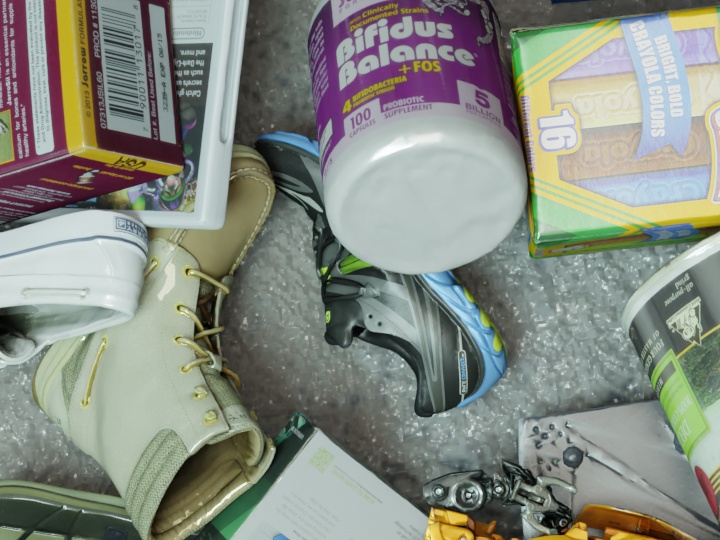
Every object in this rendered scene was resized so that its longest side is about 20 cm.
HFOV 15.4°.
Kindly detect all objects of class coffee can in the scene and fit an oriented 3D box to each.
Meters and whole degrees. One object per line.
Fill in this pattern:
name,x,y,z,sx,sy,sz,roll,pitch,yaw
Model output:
coffee can,0.247,0.084,1.442,0.146,0.146,0.201,-24,68,1

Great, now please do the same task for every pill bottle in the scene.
pill bottle,0.028,-0.105,1.492,0.112,0.113,0.201,-9,47,2

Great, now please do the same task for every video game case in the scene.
video game case,-0.147,-0.117,1.531,0.199,0.023,0.183,3,84,38

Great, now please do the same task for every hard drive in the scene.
hard drive,0.164,0.177,1.534,0.134,0.042,0.201,-8,85,2

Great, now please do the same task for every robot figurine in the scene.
robot figurine,0.111,0.188,1.485,0.199,0.058,0.146,13,86,3

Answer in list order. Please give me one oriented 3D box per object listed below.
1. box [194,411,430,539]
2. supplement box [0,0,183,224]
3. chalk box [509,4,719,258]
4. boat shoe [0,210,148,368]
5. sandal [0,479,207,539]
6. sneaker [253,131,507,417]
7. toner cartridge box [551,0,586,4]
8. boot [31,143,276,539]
box,-0.043,0.200,1.512,0.144,0.036,0.200,40,86,-28
supplement box,-0.203,-0.092,1.501,0.199,0.085,0.111,-14,75,36
chalk box,0.189,-0.079,1.513,0.199,0.124,0.125,-5,85,4
boat shoe,-0.206,0.021,1.513,0.199,0.073,0.066,-19,58,35
sandal,-0.129,0.158,1.537,0.200,0.057,0.080,21,114,-8
sneaker,0.000,0.000,1.542,0.083,0.071,0.200,-39,85,-1
toner cartridge box,0.207,-0.190,1.536,0.199,0.095,0.043,-4,86,3
boot,-0.089,0.042,1.498,0.200,0.072,0.155,-53,45,10
